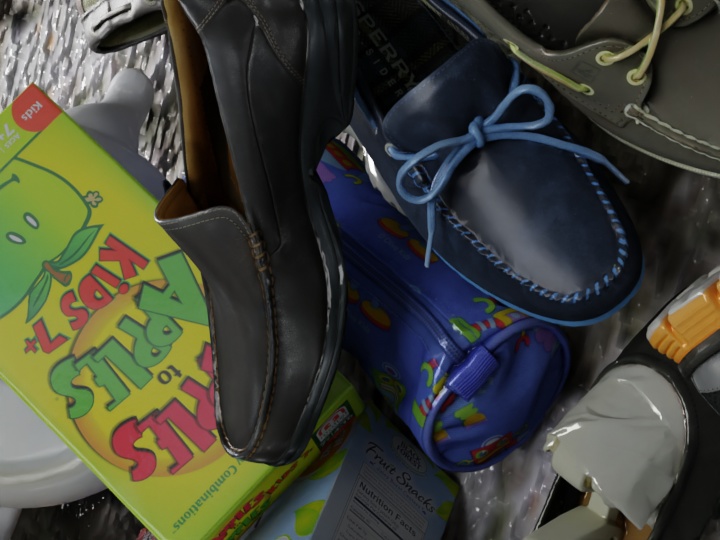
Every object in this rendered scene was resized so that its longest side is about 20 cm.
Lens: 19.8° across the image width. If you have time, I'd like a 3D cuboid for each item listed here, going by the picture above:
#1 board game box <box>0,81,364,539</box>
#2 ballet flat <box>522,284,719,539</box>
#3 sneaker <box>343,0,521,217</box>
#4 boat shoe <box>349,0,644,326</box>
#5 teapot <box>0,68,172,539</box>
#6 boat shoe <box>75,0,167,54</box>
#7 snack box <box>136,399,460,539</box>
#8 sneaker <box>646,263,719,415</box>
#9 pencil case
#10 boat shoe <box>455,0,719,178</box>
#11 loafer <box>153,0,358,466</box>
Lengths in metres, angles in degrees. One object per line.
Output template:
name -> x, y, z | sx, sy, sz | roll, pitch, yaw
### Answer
board game box -> -0.105, 0.024, 0.887 | 0.200, 0.048, 0.102 | 43, 83, 16
ballet flat -> 0.098, 0.098, 0.816 | 0.068, 0.068, 0.201 | 32, 108, 40
sneaker -> 0.040, -0.078, 0.880 | 0.200, 0.078, 0.100 | 43, 111, 34
boat shoe -> 0.029, -0.057, 0.805 | 0.084, 0.069, 0.200 | -43, 66, -8
teapot -> -0.157, 0.025, 1.011 | 0.199, 0.146, 0.198 | -28, 86, 2
boat shoe -> -0.064, -0.143, 0.989 | 0.199, 0.073, 0.065 | -4, 95, 46
snack box -> -0.058, 0.170, 0.880 | 0.168, 0.068, 0.200 | -32, 23, 38
sneaker -> 0.200, -0.001, 0.735 | 0.200, 0.078, 0.077 | -35, 86, 34
pencil case -> 0.000, 0.000, 0.896 | 0.078, 0.087, 0.200 | -50, 59, 4
boat shoe -> 0.091, -0.099, 0.787 | 0.201, 0.060, 0.072 | 36, 98, 6
loafer -> -0.049, -0.021, 0.802 | 0.073, 0.072, 0.201 | 11, 102, 56
